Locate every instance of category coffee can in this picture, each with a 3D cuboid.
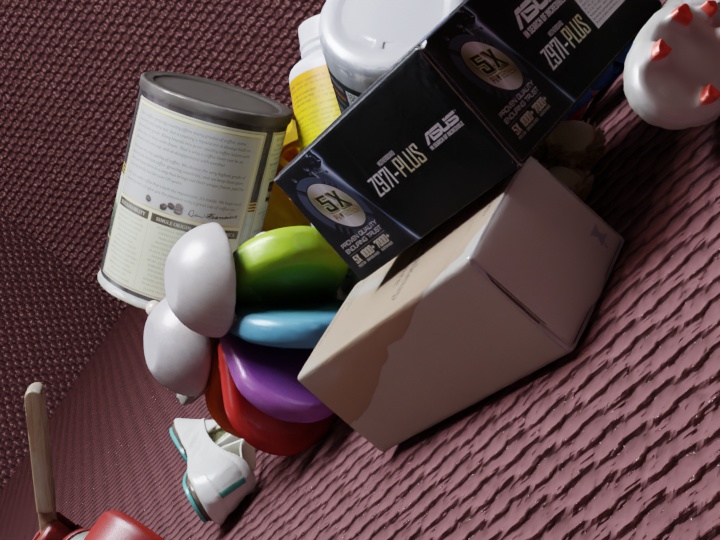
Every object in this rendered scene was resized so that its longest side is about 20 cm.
[{"bbox_3d":[-0.158,-0.072,1.292,0.146,0.145,0.202,-93,18,-75],"label":"coffee can"}]

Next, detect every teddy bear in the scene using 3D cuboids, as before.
[{"bbox_3d":[0.091,-0.032,0.937,0.200,0.067,0.145,-39,23,25],"label":"teddy bear"}]

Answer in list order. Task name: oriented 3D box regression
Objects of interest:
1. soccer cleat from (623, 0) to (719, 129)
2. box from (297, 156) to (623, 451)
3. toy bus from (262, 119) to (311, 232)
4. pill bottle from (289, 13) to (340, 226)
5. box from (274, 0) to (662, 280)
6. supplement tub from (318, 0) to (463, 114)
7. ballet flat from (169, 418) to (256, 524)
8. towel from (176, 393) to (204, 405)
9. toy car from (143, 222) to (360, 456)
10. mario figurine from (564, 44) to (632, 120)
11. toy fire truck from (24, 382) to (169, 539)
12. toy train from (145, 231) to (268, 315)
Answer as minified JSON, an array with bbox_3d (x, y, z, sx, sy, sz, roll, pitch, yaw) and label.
[{"bbox_3d":[0.197,-0.132,0.792,0.200,0.069,0.078,-51,3,-40],"label":"soccer cleat"},{"bbox_3d":[0.055,0.026,0.808,0.200,0.078,0.095,-38,15,51],"label":"box"},{"bbox_3d":[-0.081,-0.091,1.447,0.136,0.192,0.200,-46,-3,40],"label":"toy bus"},{"bbox_3d":[-0.007,-0.138,1.285,0.108,0.202,0.109,-9,-8,-1],"label":"pill bottle"},{"bbox_3d":[0.067,-0.110,0.831,0.200,0.086,0.164,-46,6,-39],"label":"box"},{"bbox_3d":[0.042,-0.143,1.116,0.123,0.122,0.201,-55,-27,-24],"label":"supplement tub"},{"bbox_3d":[-0.122,0.163,1.179,0.070,0.069,0.200,-51,14,-1],"label":"ballet flat"},{"bbox_3d":[-0.085,0.039,1.341,0.200,0.035,0.192,-46,-6,37],"label":"towel"},{"bbox_3d":[-0.062,0.057,1.029,0.201,0.174,0.151,118,143,-49],"label":"toy car"},{"bbox_3d":[0.120,-0.142,1.006,0.200,0.123,0.106,-41,26,28],"label":"mario figurine"},{"bbox_3d":[-0.173,0.182,0.915,0.129,0.200,0.176,-55,11,-19],"label":"toy fire truck"},{"bbox_3d":[-0.103,0.059,1.194,0.200,0.150,0.056,-38,17,38],"label":"toy train"}]
